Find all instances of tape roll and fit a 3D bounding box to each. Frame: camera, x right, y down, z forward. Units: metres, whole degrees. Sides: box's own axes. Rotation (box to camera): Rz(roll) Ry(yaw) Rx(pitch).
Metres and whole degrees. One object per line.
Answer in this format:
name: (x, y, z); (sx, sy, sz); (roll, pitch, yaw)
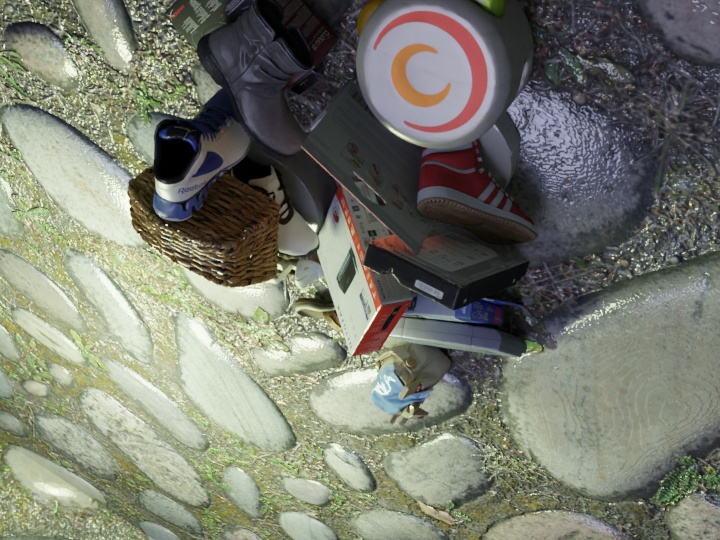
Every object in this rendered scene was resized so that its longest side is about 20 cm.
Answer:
tape roll: (-0.139, -0.129, 1.411); (0.200, 0.066, 0.200); (20, 141, 17)
tape roll: (0.113, -0.166, 1.214); (0.202, 0.037, 0.203); (20, 141, 17)

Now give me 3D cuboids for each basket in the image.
basket: (-0.225, -0.049, 1.280); (0.200, 0.143, 0.149); (31, 142, 19)

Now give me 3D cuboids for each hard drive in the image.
hard drive: (0.114, -0.011, 1.165); (0.140, 0.200, 0.038); (27, 113, 28)

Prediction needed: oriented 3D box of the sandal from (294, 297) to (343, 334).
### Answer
sandal: (-0.036, 0.083, 1.558); (0.200, 0.055, 0.082); (3, 159, 34)

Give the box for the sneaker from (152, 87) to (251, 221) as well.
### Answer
sneaker: (-0.207, -0.168, 1.185); (0.080, 0.200, 0.115); (25, 155, 9)

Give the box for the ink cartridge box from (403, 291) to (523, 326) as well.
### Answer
ink cartridge box: (0.134, 0.058, 1.391); (0.200, 0.042, 0.119); (1, 173, 32)

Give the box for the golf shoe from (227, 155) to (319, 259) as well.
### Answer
golf shoe: (-0.134, -0.096, 1.328); (0.200, 0.078, 0.094); (38, 142, -8)

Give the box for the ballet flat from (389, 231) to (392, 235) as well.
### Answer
ballet flat: (0.037, -0.006, 1.415); (0.065, 0.071, 0.200); (26, 144, 16)

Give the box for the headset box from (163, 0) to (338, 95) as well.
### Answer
headset box: (-0.138, -0.313, 1.200); (0.200, 0.075, 0.149); (46, 141, -16)

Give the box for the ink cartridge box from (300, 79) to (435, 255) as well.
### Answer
ink cartridge box: (0.018, -0.125, 1.152); (0.200, 0.174, 0.044); (42, 133, -12)

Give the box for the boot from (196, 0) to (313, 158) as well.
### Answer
boot: (-0.106, -0.236, 1.147); (0.132, 0.070, 0.200); (-16, 126, 39)

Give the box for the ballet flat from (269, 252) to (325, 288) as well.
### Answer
ballet flat: (-0.118, -0.008, 1.490); (0.200, 0.072, 0.068); (6, 142, 11)

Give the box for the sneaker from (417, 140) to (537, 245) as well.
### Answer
sneaker: (0.155, -0.106, 1.178); (0.200, 0.113, 0.071); (19, 151, -37)

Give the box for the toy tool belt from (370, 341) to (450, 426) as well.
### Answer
toy tool belt: (0.068, 0.208, 1.585); (0.125, 0.123, 0.200); (32, 143, 2)

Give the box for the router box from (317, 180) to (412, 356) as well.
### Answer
router box: (0.000, 0.000, 1.341); (0.180, 0.049, 0.200); (117, 139, -57)

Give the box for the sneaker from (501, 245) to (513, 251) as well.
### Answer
sneaker: (0.125, -0.031, 1.316); (0.200, 0.074, 0.081); (-5, 119, 12)

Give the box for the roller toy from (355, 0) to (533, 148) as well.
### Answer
roller toy: (0.098, -0.244, 1.046); (0.200, 0.140, 0.183); (-11, 112, 32)

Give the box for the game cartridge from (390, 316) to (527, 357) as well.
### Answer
game cartridge: (0.146, 0.104, 1.431); (0.200, 0.042, 0.133); (6, 168, 31)
